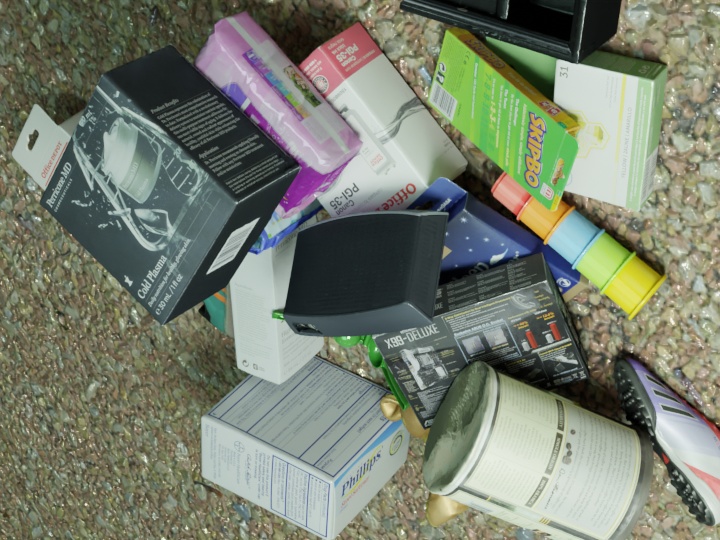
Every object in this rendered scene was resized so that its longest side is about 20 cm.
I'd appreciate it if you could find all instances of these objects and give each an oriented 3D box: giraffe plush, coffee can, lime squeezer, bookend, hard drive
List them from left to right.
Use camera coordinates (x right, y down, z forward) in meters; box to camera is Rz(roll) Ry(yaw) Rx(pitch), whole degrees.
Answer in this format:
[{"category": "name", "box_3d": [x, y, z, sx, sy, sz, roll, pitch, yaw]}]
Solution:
[{"category": "lime squeezer", "box_3d": [-0.009, 0.093, 1.755, 0.199, 0.071, 0.038, 34, 144, 18]}, {"category": "hard drive", "box_3d": [0.000, 0.000, 1.589, 0.199, 0.136, 0.042, -6, 157, 43]}, {"category": "giraffe plush", "box_3d": [0.108, 0.185, 1.745, 0.163, 0.172, 0.200, 59, 169, 5]}, {"category": "bookend", "box_3d": [0.150, -0.325, 1.410, 0.198, 0.092, 0.201, 22, 127, 25]}, {"category": "coffee can", "box_3d": [0.186, 0.199, 1.576, 0.199, 0.147, 0.147, 23, 136, -15]}]

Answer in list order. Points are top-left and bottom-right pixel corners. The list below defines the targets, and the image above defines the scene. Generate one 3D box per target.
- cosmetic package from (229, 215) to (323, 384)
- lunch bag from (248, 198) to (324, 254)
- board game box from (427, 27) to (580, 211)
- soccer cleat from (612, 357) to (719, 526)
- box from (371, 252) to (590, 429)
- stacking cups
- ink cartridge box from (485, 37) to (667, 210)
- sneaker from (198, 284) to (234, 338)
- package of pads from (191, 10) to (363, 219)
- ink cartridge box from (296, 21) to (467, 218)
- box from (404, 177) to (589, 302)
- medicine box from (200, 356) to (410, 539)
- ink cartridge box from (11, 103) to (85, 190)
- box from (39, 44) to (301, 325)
[{"category": "cosmetic package", "box_3d": [-0.102, 0.023, 1.815, 0.074, 0.102, 0.201, 18, 127, 27]}, {"category": "lunch bag", "box_3d": [-0.138, -0.115, 1.704, 0.200, 0.170, 0.128, 37, 131, 12]}, {"category": "board game box", "box_3d": [0.148, -0.155, 1.524, 0.200, 0.030, 0.096, 48, 142, 30]}, {"category": "soccer cleat", "box_3d": [0.345, 0.173, 1.607, 0.201, 0.073, 0.068, 58, 167, 15]}, {"category": "box", "box_3d": [0.129, 0.079, 1.610, 0.199, 0.050, 0.158, -19, 129, 14]}, {"category": "stacking cups", "box_3d": [0.226, -0.037, 1.563, 0.200, 0.060, 0.061, 43, 134, 11]}, {"category": "ink cartridge box", "box_3d": [0.204, -0.156, 1.509, 0.199, 0.048, 0.147, 17, 127, 25]}, {"category": "sneaker", "box_3d": [-0.172, -0.004, 1.870, 0.079, 0.071, 0.201, 22, 130, 19]}, {"category": "package of pads", "box_3d": [-0.103, -0.163, 1.600, 0.200, 0.076, 0.121, 48, 137, 3]}, {"category": "ink cartridge box", "box_3d": [-0.001, -0.145, 1.644, 0.200, 0.083, 0.146, 52, 134, -2]}, {"category": "box", "box_3d": [0.132, -0.012, 1.609, 0.199, 0.033, 0.121, 32, 137, -16]}, {"category": "medicine box", "box_3d": [-0.067, 0.207, 1.845, 0.199, 0.182, 0.104, 23, 130, 24]}, {"category": "ink cartridge box", "box_3d": [-0.345, -0.126, 1.926, 0.200, 0.067, 0.117, 44, 135, 4]}, {"category": "box", "box_3d": [-0.202, -0.090, 1.574, 0.197, 0.124, 0.200, 44, 128, 11]}]
